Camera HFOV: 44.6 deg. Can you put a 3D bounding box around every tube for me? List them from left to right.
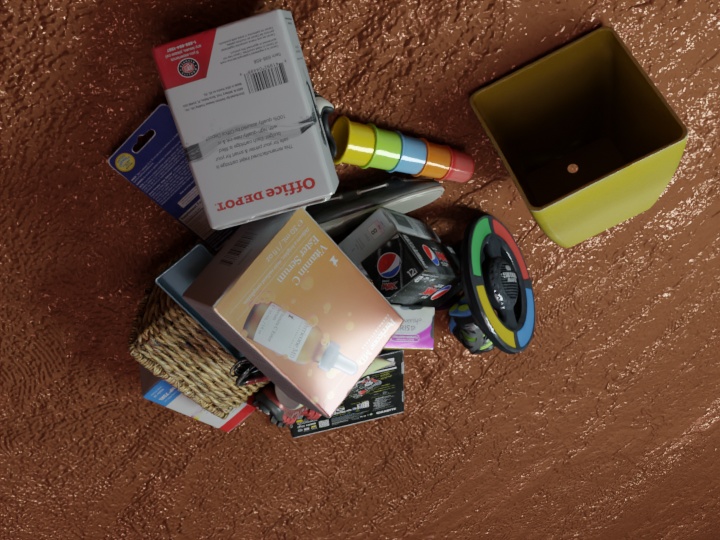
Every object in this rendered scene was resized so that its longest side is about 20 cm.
[{"bbox_3d":[-0.038,0.144,1.237,0.052,0.058,0.199,-41,167,34],"label":"tube"}]

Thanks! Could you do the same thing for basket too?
[{"bbox_3d":[-0.202,0.072,1.177,0.149,0.143,0.200,-38,130,11],"label":"basket"}]

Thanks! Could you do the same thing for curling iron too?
[{"bbox_3d":[-0.086,0.121,1.137,0.199,0.026,0.050,-1,137,-49],"label":"curling iron"}]

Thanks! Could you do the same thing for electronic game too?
[{"bbox_3d":[0.197,0.018,1.241,0.041,0.202,0.200,-17,142,33],"label":"electronic game"}]

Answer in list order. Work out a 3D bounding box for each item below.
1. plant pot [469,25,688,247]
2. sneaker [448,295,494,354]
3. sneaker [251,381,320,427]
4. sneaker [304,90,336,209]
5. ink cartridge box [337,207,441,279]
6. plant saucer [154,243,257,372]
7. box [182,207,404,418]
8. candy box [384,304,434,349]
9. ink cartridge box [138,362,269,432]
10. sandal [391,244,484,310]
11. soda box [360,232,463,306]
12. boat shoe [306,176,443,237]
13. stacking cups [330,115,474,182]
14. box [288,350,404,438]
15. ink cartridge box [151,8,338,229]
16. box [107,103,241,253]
[{"bbox_3d":[0.281,-0.146,1.121,0.199,0.201,0.177,-26,146,6],"label":"plant pot"},{"bbox_3d":[0.178,0.079,1.324,0.071,0.083,0.200,-38,163,-8],"label":"sneaker"},{"bbox_3d":[-0.087,0.171,1.269,0.098,0.071,0.200,-50,162,9],"label":"sneaker"},{"bbox_3d":[-0.073,-0.130,1.058,0.076,0.087,0.201,-42,150,-35],"label":"sneaker"},{"bbox_3d":[0.000,0.000,1.206,0.200,0.057,0.162,-44,160,16],"label":"ink cartridge box"},{"bbox_3d":[-0.164,0.048,1.069,0.070,0.019,0.200,-38,128,0],"label":"plant saucer"},{"bbox_3d":[-0.076,0.044,1.019,0.200,0.106,0.153,46,73,-26],"label":"box"},{"bbox_3d":[0.001,0.079,1.234,0.135,0.062,0.200,4,175,-22],"label":"candy box"},{"bbox_3d":[-0.222,0.155,1.272,0.067,0.117,0.199,-40,132,19],"label":"ink cartridge box"},{"bbox_3d":[0.122,0.036,1.330,0.075,0.048,0.200,29,117,-38],"label":"sandal"},{"bbox_3d":[0.079,0.002,1.173,0.071,0.064,0.200,-38,161,18],"label":"soda box"},{"bbox_3d":[0.011,-0.096,1.160,0.198,0.057,0.067,-19,166,-7],"label":"boat shoe"},{"bbox_3d":[0.058,-0.146,1.123,0.198,0.061,0.061,10,129,-27],"label":"stacking cups"},{"bbox_3d":[-0.028,0.187,1.422,0.198,0.050,0.161,-12,133,-8],"label":"box"},{"bbox_3d":[-0.119,-0.162,0.949,0.143,0.084,0.202,-14,103,8],"label":"ink cartridge box"},{"bbox_3d":[-0.190,-0.105,1.053,0.121,0.033,0.200,-36,116,29],"label":"box"}]
